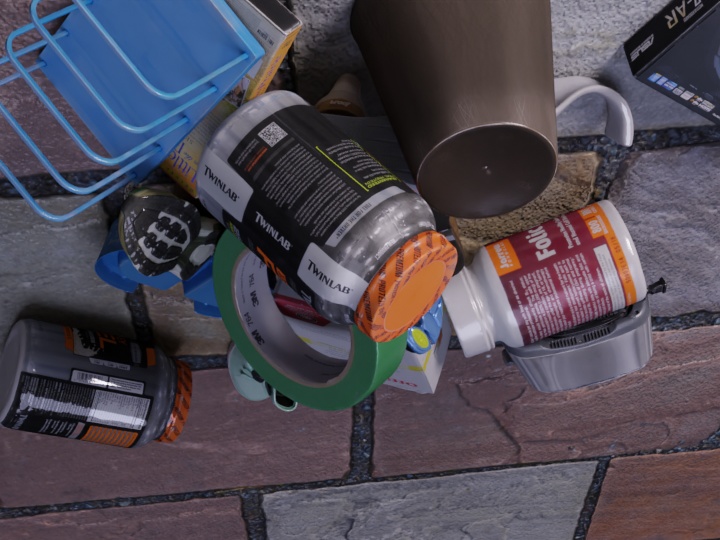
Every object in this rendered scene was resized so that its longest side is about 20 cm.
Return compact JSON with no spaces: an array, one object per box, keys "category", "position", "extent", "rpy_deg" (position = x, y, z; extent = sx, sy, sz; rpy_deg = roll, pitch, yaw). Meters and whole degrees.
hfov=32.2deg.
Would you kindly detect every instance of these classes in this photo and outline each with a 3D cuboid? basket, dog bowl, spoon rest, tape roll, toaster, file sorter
[{"category":"basket","position":[0.087,-0.153,1.027],"extent":[0.180,0.201,0.136],"rpy_deg":[-17,142,13]},{"category":"dog bowl","position":[-0.173,-0.005,1.285],"extent":[0.200,0.050,0.111],"rpy_deg":[20,150,-31]},{"category":"spoon rest","position":[0.167,-0.149,1.153],"extent":[0.199,0.099,0.061],"rpy_deg":[-2,116,-28]},{"category":"tape roll","position":[-0.049,0.032,1.153],"extent":[0.048,0.200,0.201],"rpy_deg":[-34,164,-42]},{"category":"toaster","position":[0.252,0.059,1.411],"extent":[0.199,0.114,0.129],"rpy_deg":[-17,146,8]},{"category":"file sorter","position":[-0.204,-0.150,0.980],"extent":[0.139,0.123,0.200],"rpy_deg":[51,133,-2]}]

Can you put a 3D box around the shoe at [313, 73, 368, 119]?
[{"category":"shoe","position":[-0.021,-0.105,1.195],"extent":[0.070,0.054,0.200],"rpy_deg":[6,143,-4]}]

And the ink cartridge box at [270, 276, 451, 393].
[{"category":"ink cartridge box","position":[0.008,0.047,1.301],"extent":[0.145,0.084,0.200],"rpy_deg":[14,160,16]}]

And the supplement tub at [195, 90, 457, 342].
[{"category":"supplement tub","position":[-0.026,-0.042,0.993],"extent":[0.122,0.200,0.123],"rpy_deg":[-38,155,-22]}]

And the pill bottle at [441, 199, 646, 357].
[{"category":"pill bottle","position":[0.187,0.012,1.311],"extent":[0.199,0.114,0.114],"rpy_deg":[-21,142,3]}]

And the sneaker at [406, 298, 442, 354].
[{"category":"sneaker","position":[0.000,0.000,1.177],"extent":[0.071,0.200,0.083],"rpy_deg":[-40,170,-36]}]

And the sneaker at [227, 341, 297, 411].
[{"category":"sneaker","position":[-0.107,0.123,1.424],"extent":[0.073,0.119,0.201],"rpy_deg":[2,143,-15]}]

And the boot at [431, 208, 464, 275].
[{"category":"boot","position":[0.057,-0.078,1.221],"extent":[0.073,0.076,0.200],"rpy_deg":[-11,142,6]}]

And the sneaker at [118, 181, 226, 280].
[{"category":"sneaker","position":[-0.190,-0.045,1.127],"extent":[0.077,0.089,0.200],"rpy_deg":[-51,168,-2]}]

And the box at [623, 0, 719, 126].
[{"category":"box","position":[0.367,-0.203,1.140],"extent":[0.200,0.044,0.160],"rpy_deg":[21,135,-32]}]

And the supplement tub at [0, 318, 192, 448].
[{"category":"supplement tub","position":[-0.298,0.130,1.398],"extent":[0.199,0.123,0.123],"rpy_deg":[14,138,-27]}]

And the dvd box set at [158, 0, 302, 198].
[{"category":"dvd box set","position":[-0.146,-0.173,1.029],"extent":[0.146,0.029,0.200],"rpy_deg":[41,133,6]}]

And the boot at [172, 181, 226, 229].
[{"category":"boot","position":[-0.133,-0.092,1.167],"extent":[0.075,0.074,0.200],"rpy_deg":[16,150,-11]}]

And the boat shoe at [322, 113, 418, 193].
[{"category":"boat shoe","position":[0.015,-0.098,1.110],"extent":[0.199,0.072,0.062],"rpy_deg":[11,156,7]}]
